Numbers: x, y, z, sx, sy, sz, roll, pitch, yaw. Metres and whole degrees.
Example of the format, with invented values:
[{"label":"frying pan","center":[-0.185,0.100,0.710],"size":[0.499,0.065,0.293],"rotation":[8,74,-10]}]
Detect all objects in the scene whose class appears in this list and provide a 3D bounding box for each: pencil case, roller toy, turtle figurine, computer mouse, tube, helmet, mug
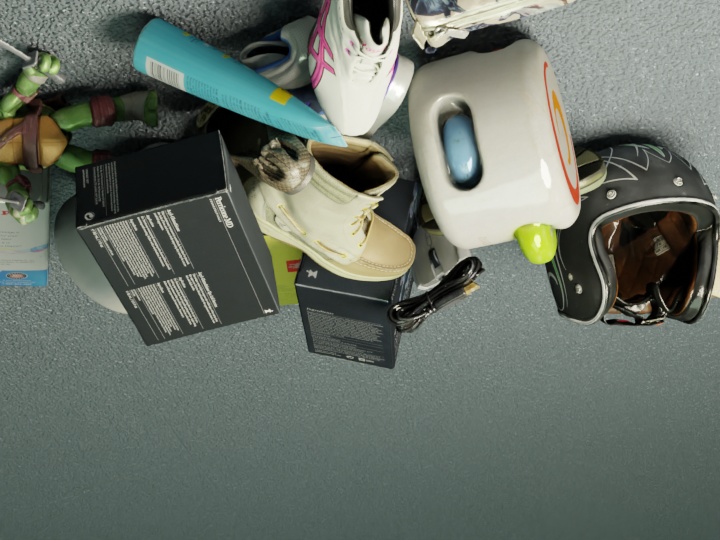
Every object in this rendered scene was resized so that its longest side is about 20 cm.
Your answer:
[{"label":"pencil case","center":[0.133,-0.244,1.096],"size":[0.199,0.090,0.078],"rotation":[-14,152,18]},{"label":"roller toy","center":[0.122,-0.118,1.250],"size":[0.139,0.201,0.183],"rotation":[-12,132,16]},{"label":"turtle figurine","center":[-0.283,-0.121,1.227],"size":[0.193,0.145,0.200],"rotation":[-1,158,-15]},{"label":"computer mouse","center":[0.080,-0.015,1.404],"size":[0.109,0.200,0.044],"rotation":[-35,110,19]},{"label":"tube","center":[-0.104,-0.158,1.166],"size":[0.199,0.051,0.077],"rotation":[27,-178,10]},{"label":"helmet","center":[0.289,-0.041,1.428],"size":[0.199,0.192,0.200],"rotation":[2,-174,0]},{"label":"mug","center":[-0.208,-0.060,1.399],"size":[0.153,0.150,0.186],"rotation":[-37,173,35]}]

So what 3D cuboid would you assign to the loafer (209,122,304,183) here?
[{"label":"loafer","center":[-0.073,-0.107,1.374],"size":[0.199,0.076,0.067],"rotation":[18,150,-23]}]

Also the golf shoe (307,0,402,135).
[{"label":"golf shoe","center":[-0.004,-0.192,1.096],"size":[0.072,0.092,0.201],"rotation":[-3,128,-9]}]

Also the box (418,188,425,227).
[{"label":"box","center":[0.140,-0.093,1.468],"size":[0.136,0.038,0.200],"rotation":[-3,154,-4]}]

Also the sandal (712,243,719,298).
[{"label":"sandal","center":[0.427,-0.006,1.689],"size":[0.210,0.078,0.070],"rotation":[2,-174,2]}]

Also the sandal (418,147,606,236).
[{"label":"sandal","center":[0.158,-0.069,1.369],"size":[0.200,0.080,0.057],"rotation":[-13,135,9]}]

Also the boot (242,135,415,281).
[{"label":"boot","center":[-0.002,-0.060,1.291],"size":[0.199,0.072,0.154],"rotation":[24,151,-24]}]

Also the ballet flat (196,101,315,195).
[{"label":"ballet flat","center":[-0.107,-0.125,1.231],"size":[0.046,0.200,0.068],"rotation":[31,96,-39]}]

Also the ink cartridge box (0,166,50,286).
[{"label":"ink cartridge box","center":[-0.400,-0.063,1.394],"size":[0.144,0.085,0.200],"rotation":[2,155,-13]}]

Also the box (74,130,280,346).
[{"label":"box","center":[-0.168,-0.025,1.246],"size":[0.140,0.079,0.200],"rotation":[-12,144,4]}]

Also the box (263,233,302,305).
[{"label":"box","center":[-0.083,-0.033,1.519],"size":[0.050,0.076,0.200],"rotation":[-4,153,-2]}]

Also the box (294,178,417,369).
[{"label":"box","center":[0.000,0.000,1.487],"size":[0.106,0.149,0.200],"rotation":[10,156,8]}]

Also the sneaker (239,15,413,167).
[{"label":"sneaker","center":[-0.051,-0.173,1.247],"size":[0.146,0.081,0.200],"rotation":[20,156,-16]}]
